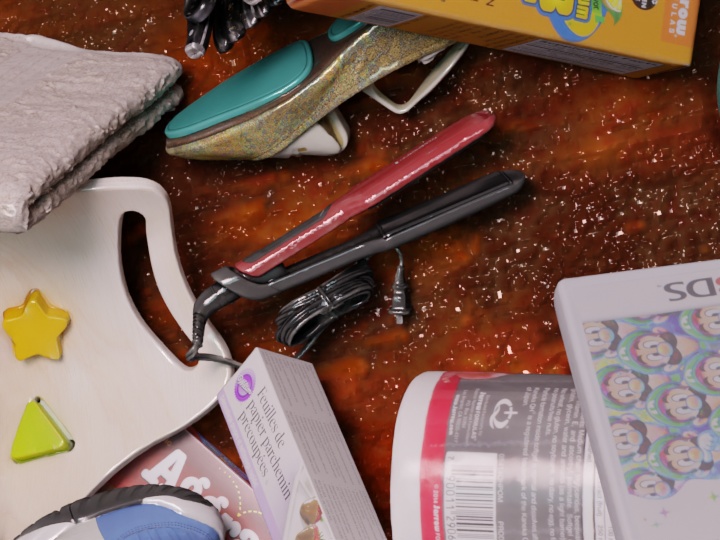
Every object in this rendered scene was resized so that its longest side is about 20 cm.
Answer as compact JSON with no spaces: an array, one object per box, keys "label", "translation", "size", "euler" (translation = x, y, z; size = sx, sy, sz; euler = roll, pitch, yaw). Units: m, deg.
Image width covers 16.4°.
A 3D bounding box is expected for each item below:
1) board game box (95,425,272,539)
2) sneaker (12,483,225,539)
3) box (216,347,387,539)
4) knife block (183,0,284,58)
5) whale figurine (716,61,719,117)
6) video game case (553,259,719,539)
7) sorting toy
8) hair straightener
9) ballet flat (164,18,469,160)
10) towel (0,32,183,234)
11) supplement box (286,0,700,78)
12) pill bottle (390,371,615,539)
[{"label":"board game box","translation":[-0.065,0.171,1.306],"size":[0.200,0.019,0.103],"euler":[40,94,16]},{"label":"sneaker","translation":[-0.156,0.174,1.254],"size":[0.199,0.076,0.077],"euler":[-24,43,-11]},{"label":"box","translation":[-0.019,0.122,1.221],"size":[0.039,0.041,0.200],"euler":[-50,43,25]},{"label":"knife block","translation":[-0.094,-0.205,1.269],"size":[0.064,0.175,0.201],"euler":[-38,75,29]},{"label":"whale figurine","translation":[0.269,-0.077,1.213],"size":[0.199,0.104,0.160],"euler":[14,74,-7]},{"label":"video game case","translation":[0.198,0.078,1.144],"size":[0.181,0.024,0.201],"euler":[-7,56,-7]},{"label":"sorting toy","translation":[-0.166,0.034,1.295],"size":[0.179,0.107,0.201],"euler":[-18,105,6]},{"label":"hair straightener","translation":[0.000,0.000,1.279],"size":[0.199,0.041,0.077],"euler":[-32,105,-5]},{"label":"ballet flat","translation":[-0.009,-0.100,1.301],"size":[0.200,0.071,0.071],"euler":[-34,77,11]},{"label":"towel","translation":[-0.185,-0.076,1.282],"size":[0.132,0.200,0.035],"euler":[9,118,18]},{"label":"supplement box","translation":[0.069,-0.146,1.229],"size":[0.199,0.069,0.067],"euler":[9,86,-21]},{"label":"pill bottle","translation":[0.122,0.106,1.214],"size":[0.199,0.111,0.111],"euler":[1,84,15]}]
